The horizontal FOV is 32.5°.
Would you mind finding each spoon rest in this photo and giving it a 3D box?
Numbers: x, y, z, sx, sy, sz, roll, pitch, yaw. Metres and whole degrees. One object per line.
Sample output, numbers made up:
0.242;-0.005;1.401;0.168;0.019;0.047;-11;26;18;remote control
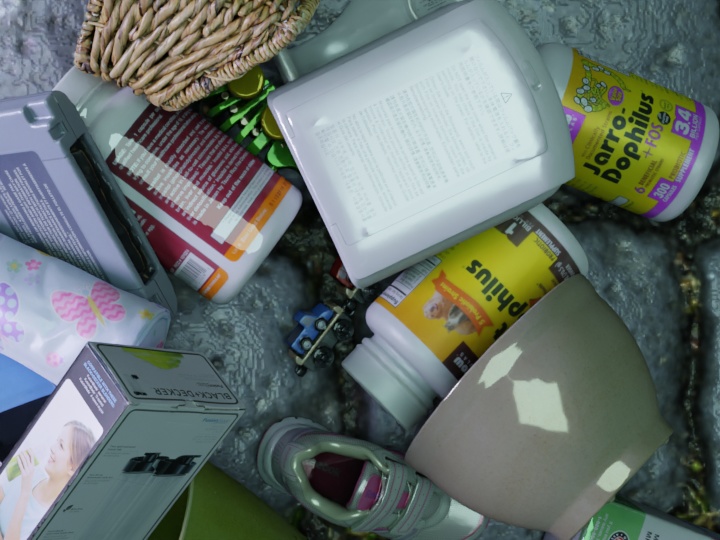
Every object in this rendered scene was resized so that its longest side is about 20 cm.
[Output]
0.013;-0.200;1.015;0.200;0.061;0.100;-25;96;-20;spoon rest

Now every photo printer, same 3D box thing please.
0.052;-0.102;0.931;0.200;0.069;0.167;-26;93;5;photo printer

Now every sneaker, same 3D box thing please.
0.014;0.181;1.000;0.199;0.088;0.082;16;89;-9;sneaker

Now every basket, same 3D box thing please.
-0.110;-0.203;0.919;0.149;0.200;0.143;21;130;-9;basket

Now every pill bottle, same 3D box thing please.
0.081;0.031;0.996;0.200;0.109;0.109;-45;97;-5;pill bottle
-0.153;-0.073;0.957;0.200;0.113;0.113;37;86;-7;pill bottle
0.182;-0.121;1.010;0.199;0.104;0.105;21;88;-8;pill bottle

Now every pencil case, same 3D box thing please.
-0.240;0.032;0.898;0.199;0.083;0.091;22;58;6;pencil case

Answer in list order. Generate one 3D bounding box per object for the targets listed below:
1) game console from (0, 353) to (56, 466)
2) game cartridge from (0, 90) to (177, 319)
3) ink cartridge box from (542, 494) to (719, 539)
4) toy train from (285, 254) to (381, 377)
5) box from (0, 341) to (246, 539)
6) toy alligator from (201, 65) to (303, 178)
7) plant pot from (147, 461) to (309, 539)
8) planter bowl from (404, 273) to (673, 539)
-0.304;0.086;0.895;0.177;0.031;0.200;-23;56;-29;game console
-0.232;-0.039;0.922;0.042;0.133;0.200;-56;134;-41;game cartridge
0.249;0.280;1.038;0.199;0.088;0.146;22;87;-10;ink cartridge box
0.000;0.000;1.018;0.046;0.034;0.200;37;86;-19;toy train
-0.183;0.144;0.850;0.200;0.117;0.060;-53;58;19;box
-0.072;-0.105;0.995;0.054;0.059;0.200;-40;96;-6;toy alligator
-0.097;0.258;0.955;0.200;0.187;0.188;29;87;-24;plant pot
0.150;0.121;0.944;0.200;0.200;0.135;-45;74;-5;planter bowl
